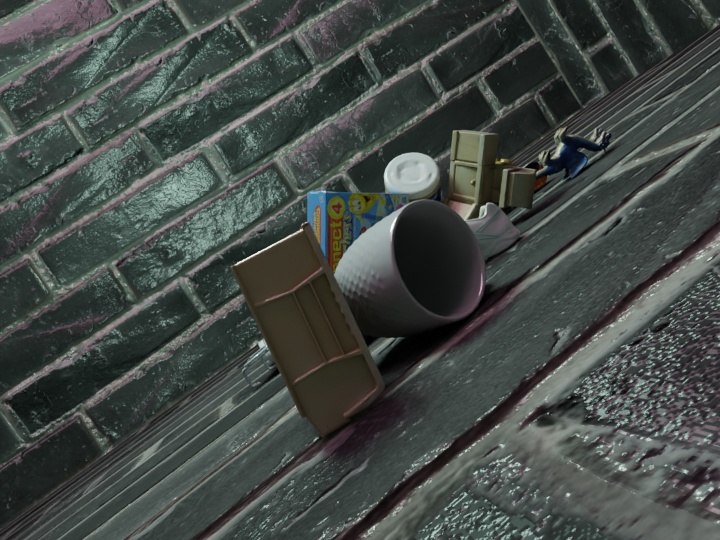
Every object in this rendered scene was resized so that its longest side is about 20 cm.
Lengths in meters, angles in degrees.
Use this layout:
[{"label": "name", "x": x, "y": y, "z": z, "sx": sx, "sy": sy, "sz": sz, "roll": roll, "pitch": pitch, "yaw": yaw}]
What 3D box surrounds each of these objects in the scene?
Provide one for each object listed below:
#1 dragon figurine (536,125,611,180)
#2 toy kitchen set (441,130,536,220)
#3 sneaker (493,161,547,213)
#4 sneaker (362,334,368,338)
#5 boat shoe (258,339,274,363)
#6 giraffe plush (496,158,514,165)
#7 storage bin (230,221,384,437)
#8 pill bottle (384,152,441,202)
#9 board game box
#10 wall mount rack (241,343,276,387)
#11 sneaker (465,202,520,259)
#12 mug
[{"label": "dragon figurine", "x": 0.414, "y": -0.217, "z": 1.189, "sx": 0.201, "sy": 0.099, "sz": 0.059, "roll": -54, "pitch": 4, "yaw": 2}, {"label": "toy kitchen set", "x": 0.197, "y": -0.138, "z": 1.069, "sx": 0.162, "sy": 0.203, "sz": 0.179, "roll": 19, "pitch": 24, "yaw": 41}, {"label": "sneaker", "x": 0.335, "y": -0.171, "z": 1.372, "sx": 0.198, "sy": 0.076, "sz": 0.092, "roll": -28, "pitch": -6, "yaw": -14}, {"label": "sneaker", "x": 0.005, "y": 0.079, "z": 0.975, "sx": 0.199, "sy": 0.074, "sz": 0.087, "roll": -39, "pitch": 1, "yaw": 15}, {"label": "boat shoe", "x": -0.232, "y": 0.209, "z": 1.666, "sx": 0.069, "sy": 0.071, "sz": 0.200, "roll": -37, "pitch": -4, "yaw": -2}, {"label": "giraffe plush", "x": 0.346, "y": -0.238, "z": 1.624, "sx": 0.160, "sy": 0.203, "sz": 0.172, "roll": -2, "pitch": 12, "yaw": 21}, {"label": "storage bin", "x": -0.061, "y": 0.065, "z": 0.689, "sx": 0.093, "sy": 0.201, "sz": 0.200, "roll": -26, "pitch": 2, "yaw": -8}, {"label": "pill bottle", "x": 0.111, "y": -0.134, "z": 1.223, "sx": 0.110, "sy": 0.111, "sz": 0.201, "roll": -35, "pitch": -32, "yaw": -14}, {"label": "board game box", "x": -0.001, "y": -0.039, "z": 1.067, "sx": 0.194, "sy": 0.204, "sz": 0.055, "roll": -6, "pitch": 9, "yaw": -40}, {"label": "wall mount rack", "x": -0.185, "y": 0.191, "z": 1.399, "sx": 0.173, "sy": 0.075, "sz": 0.200, "roll": -38, "pitch": 2, "yaw": 16}, {"label": "sneaker", "x": 0.155, "y": -0.030, "z": 0.945, "sx": 0.199, "sy": 0.081, "sz": 0.070, "roll": -37, "pitch": 5, "yaw": -7}, {"label": "mug", "x": 0.067, "y": 0.014, "z": 0.767, "sx": 0.198, "sy": 0.150, "sz": 0.175, "roll": 4, "pitch": -19, "yaw": -34}]
